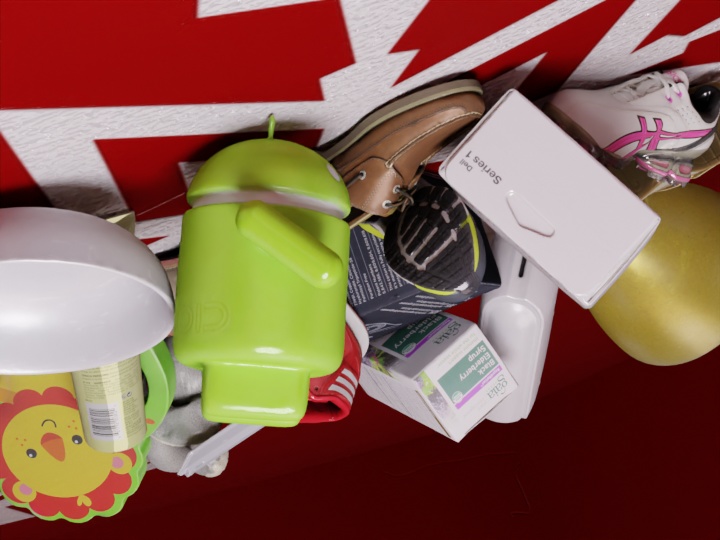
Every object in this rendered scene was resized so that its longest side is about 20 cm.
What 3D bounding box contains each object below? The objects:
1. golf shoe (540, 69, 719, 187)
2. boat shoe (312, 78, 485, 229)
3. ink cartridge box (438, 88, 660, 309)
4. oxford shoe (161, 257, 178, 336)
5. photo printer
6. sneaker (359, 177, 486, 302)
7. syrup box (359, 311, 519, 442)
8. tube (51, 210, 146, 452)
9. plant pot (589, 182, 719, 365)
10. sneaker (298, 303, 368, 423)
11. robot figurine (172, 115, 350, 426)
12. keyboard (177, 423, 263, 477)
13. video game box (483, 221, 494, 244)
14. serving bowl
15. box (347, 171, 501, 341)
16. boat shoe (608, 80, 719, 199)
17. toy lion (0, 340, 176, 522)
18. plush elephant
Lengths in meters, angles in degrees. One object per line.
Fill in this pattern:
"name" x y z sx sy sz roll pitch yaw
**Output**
"golf shoe" 0.217 -0.128 1.249 0.200 0.073 0.092 5 119 -49
"boat shoe" 0.017 -0.071 1.141 0.200 0.068 0.072 -29 163 35
"ink cartridge box" 0.144 -0.048 1.175 0.084 0.145 0.200 -48 172 4
"oxford shoe" -0.169 0.030 1.303 0.199 0.075 0.070 -22 169 17
"photo printer" 0.153 0.024 1.489 0.069 0.167 0.200 11 141 8
"sneaker" 0.059 -0.021 1.170 0.074 0.081 0.200 -46 -156 7
"syrup box" 0.054 0.084 1.445 0.079 0.082 0.200 -41 -159 -13
"tube" -0.197 0.047 1.186 0.052 0.201 0.058 13 -142 22
"plant pot" 0.299 -0.018 1.638 0.200 0.201 0.142 -27 140 35
"sneaker" -0.057 0.041 1.214 0.078 0.116 0.200 -29 124 24
"robot figurine" -0.066 0.002 1.054 0.115 0.201 0.175 4 169 -4
"keyboard" -0.074 0.116 1.347 0.200 0.011 0.056 -33 162 -29
"video game box" 0.054 -0.003 1.596 0.182 0.047 0.200 -25 168 37
"serving bowl" -0.226 0.007 1.065 0.199 0.066 0.200 -5 155 -2
"box" 0.000 0.000 1.364 0.199 0.105 0.148 -23 169 21
"boat shoe" 0.289 -0.119 1.392 0.066 0.074 0.200 -26 178 -41
"toy lion" -0.237 0.117 1.296 0.199 0.192 0.069 -23 -160 19
"plush elephant" -0.157 0.094 1.389 0.154 0.166 0.200 -13 165 40
